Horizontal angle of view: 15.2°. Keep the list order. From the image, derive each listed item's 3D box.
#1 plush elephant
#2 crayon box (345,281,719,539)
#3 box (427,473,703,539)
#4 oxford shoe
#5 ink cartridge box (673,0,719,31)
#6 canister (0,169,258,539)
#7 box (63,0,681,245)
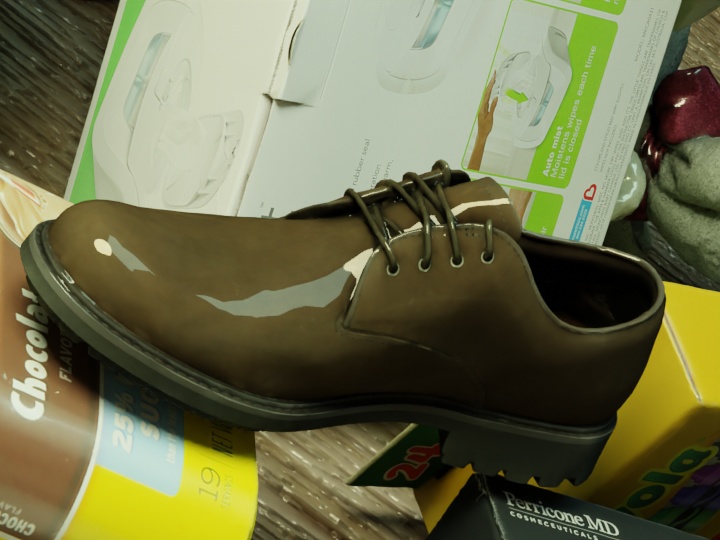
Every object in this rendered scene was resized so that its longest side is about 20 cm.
[{"bbox_3d":[0.132,-0.056,1.086,0.154,0.201,0.165,34,-4,4],"label":"plush elephant"},{"bbox_3d":[0.109,0.066,0.908,0.199,0.127,0.051,10,48,-40],"label":"crayon box"},{"bbox_3d":[0.113,0.156,0.813,0.199,0.079,0.142,19,34,-30],"label":"box"},{"bbox_3d":[0.000,0.000,0.756,0.199,0.085,0.073,9,35,-33],"label":"oxford shoe"},{"bbox_3d":[0.136,-0.187,0.954,0.067,0.200,0.117,-30,78,-25],"label":"ink cartridge box"},{"bbox_3d":[-0.132,0.020,0.748,0.199,0.087,0.149,25,29,-24],"label":"canister"},{"bbox_3d":[0.012,-0.076,0.922,0.176,0.201,0.096,7,14,-42],"label":"box"}]
